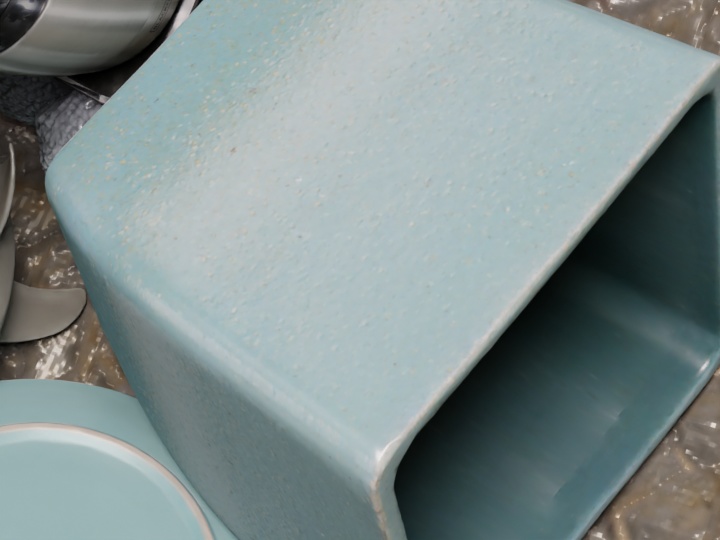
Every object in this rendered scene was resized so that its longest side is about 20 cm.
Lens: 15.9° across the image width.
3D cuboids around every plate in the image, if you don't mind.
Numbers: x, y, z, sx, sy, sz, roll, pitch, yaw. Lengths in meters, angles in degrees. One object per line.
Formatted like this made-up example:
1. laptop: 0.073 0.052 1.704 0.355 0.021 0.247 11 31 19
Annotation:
1. plate: -0.121 0.121 0.971 0.199 0.026 0.201 5 54 -7

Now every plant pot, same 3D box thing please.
1. plant pot: 0.000 0.000 0.943 0.200 0.196 0.196 31 67 24

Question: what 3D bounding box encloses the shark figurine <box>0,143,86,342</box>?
1. shark figurine: -0.169 -0.043 1.014 0.128 0.089 0.215 -13 74 -34

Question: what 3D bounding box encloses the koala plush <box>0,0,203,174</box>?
1. koala plush: -0.089 -0.138 1.045 0.200 0.184 0.177 -42 67 3

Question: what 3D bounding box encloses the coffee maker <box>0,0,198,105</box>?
1. coffee maker: -0.178 -0.122 0.909 0.191 0.200 0.135 3 97 24
